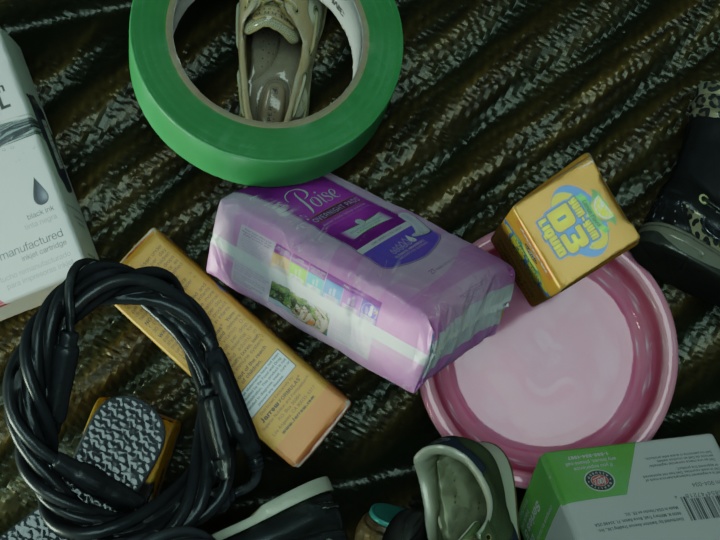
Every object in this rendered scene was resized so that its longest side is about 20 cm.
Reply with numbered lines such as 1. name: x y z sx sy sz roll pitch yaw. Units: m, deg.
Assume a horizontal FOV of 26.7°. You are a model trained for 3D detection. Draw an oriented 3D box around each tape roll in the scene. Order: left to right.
1. tape roll: -0.069 -0.163 1.103 0.198 0.048 0.203 3 70 -8

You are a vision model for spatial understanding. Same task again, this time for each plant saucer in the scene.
1. plant saucer: 0.140 0.065 1.155 0.198 0.051 0.203 0 85 -1

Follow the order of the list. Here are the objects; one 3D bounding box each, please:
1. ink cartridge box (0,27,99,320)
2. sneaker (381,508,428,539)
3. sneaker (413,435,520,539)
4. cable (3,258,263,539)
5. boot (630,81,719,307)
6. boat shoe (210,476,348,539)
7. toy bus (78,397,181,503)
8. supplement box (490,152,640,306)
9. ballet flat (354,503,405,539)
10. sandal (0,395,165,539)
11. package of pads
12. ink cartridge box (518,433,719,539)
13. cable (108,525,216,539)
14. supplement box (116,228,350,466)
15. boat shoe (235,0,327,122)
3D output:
1. ink cartridge box: -0.299 -0.064 1.151 0.143 0.084 0.202 -21 85 -2
2. sneaker: -0.013 0.250 1.100 0.088 0.074 0.202 26 113 13
3. sneaker: 0.082 0.206 1.044 0.067 0.090 0.202 -28 61 24
4. cable: -0.166 0.091 1.051 0.162 0.051 0.202 -23 90 -14
5. boot: 0.313 -0.038 1.151 0.202 0.073 0.155 27 70 -14
6. boat shoe: -0.095 0.219 1.068 0.198 0.075 0.067 -26 77 -21
7. toy bus: -0.197 0.199 1.129 0.064 0.078 0.202 18 85 1
8. supplement box: 0.136 -0.023 1.037 0.068 0.200 0.067 -31 85 -3
9. ballet flat: 0.089 0.234 1.137 0.197 0.068 0.073 13 105 2
10. sandal: -0.204 0.183 1.073 0.076 0.043 0.201 38 71 -3
11. package of pads: 0.000 0.000 1.094 0.199 0.120 0.076 29 122 25
12. ink cartridge box: 0.213 0.223 1.056 0.144 0.085 0.201 -3 47 -18
13. cable: -0.135 0.269 1.019 0.161 0.051 0.203 -14 102 -11
14. supplement box: -0.100 0.058 1.141 0.199 0.067 0.069 40 86 3
15. boat shoe: -0.064 -0.192 1.172 0.071 0.065 0.203 5 85 1
